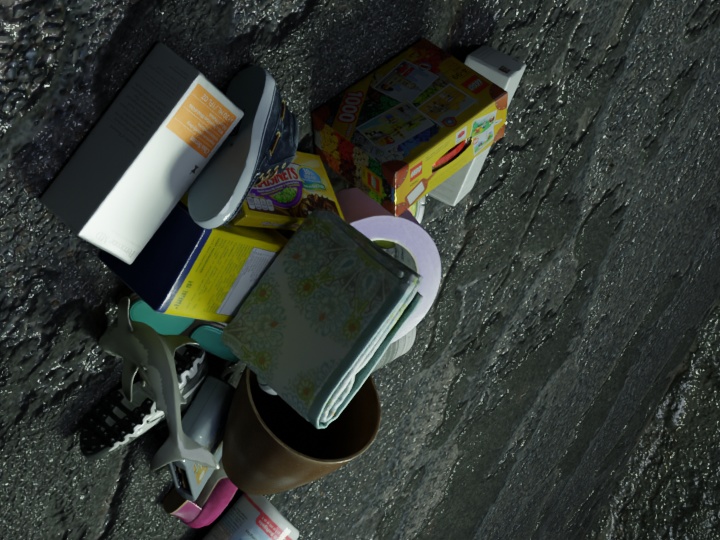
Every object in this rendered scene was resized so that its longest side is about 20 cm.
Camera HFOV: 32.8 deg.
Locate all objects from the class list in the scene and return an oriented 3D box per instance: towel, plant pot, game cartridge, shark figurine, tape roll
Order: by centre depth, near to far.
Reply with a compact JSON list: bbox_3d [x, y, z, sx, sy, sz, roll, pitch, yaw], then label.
[{"bbox_3d":[-0.211,0.109,1.342,0.089,0.215,0.129,-10,138,-35],"label":"shark figurine"},{"bbox_3d":[-0.042,0.048,1.356,0.201,0.171,0.048,-53,147,1],"label":"towel"},{"bbox_3d":[-0.101,0.206,1.575,0.186,0.188,0.200,-22,161,-43],"label":"plant pot"},{"bbox_3d":[0.000,0.000,1.600,0.197,0.085,0.202,-10,121,-18],"label":"tape roll"},{"bbox_3d":[-0.203,0.217,1.604,0.134,0.041,0.201,-56,169,-23],"label":"game cartridge"}]

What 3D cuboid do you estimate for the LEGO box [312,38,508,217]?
[{"bbox_3d":[0.061,-0.179,1.509,0.199,0.148,0.078,-38,148,-26],"label":"LEGO box"}]

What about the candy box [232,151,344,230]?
[{"bbox_3d":[-0.095,-0.097,1.425,0.026,0.103,0.199,-32,162,28],"label":"candy box"}]

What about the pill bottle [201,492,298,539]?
[{"bbox_3d":[-0.195,0.439,1.856,0.200,0.108,0.109,-48,151,-10],"label":"pill bottle"}]

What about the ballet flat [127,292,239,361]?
[{"bbox_3d":[-0.207,0.053,1.458,0.067,0.064,0.199,-38,138,22],"label":"ballet flat"}]

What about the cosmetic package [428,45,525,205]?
[{"bbox_3d":[0.148,-0.199,1.672,0.202,0.073,0.102,-69,169,24],"label":"cosmetic package"}]

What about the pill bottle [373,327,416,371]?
[{"bbox_3d":[-0.025,0.102,1.731,0.199,0.114,0.115,-26,142,-40],"label":"pill bottle"}]

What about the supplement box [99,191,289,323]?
[{"bbox_3d":[-0.175,-0.016,1.383,0.110,0.109,0.199,-58,150,10],"label":"supplement box"}]

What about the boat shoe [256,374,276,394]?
[{"bbox_3d":[-0.083,0.047,1.473,0.067,0.073,0.202,39,67,-35],"label":"boat shoe"}]

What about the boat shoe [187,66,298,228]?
[{"bbox_3d":[-0.117,-0.115,1.315,0.091,0.070,0.202,49,48,-46],"label":"boat shoe"}]

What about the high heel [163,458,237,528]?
[{"bbox_3d":[-0.181,0.296,1.734,0.200,0.068,0.096,-43,143,7],"label":"high heel"}]

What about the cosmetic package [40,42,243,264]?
[{"bbox_3d":[-0.220,-0.117,1.245,0.201,0.071,0.101,-53,152,1],"label":"cosmetic package"}]

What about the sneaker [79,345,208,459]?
[{"bbox_3d":[-0.257,0.168,1.510,0.200,0.066,0.091,-45,148,-18],"label":"sneaker"}]

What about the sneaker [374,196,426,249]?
[{"bbox_3d":[0.044,-0.122,1.639,0.090,0.078,0.202,-5,121,-44],"label":"sneaker"}]
